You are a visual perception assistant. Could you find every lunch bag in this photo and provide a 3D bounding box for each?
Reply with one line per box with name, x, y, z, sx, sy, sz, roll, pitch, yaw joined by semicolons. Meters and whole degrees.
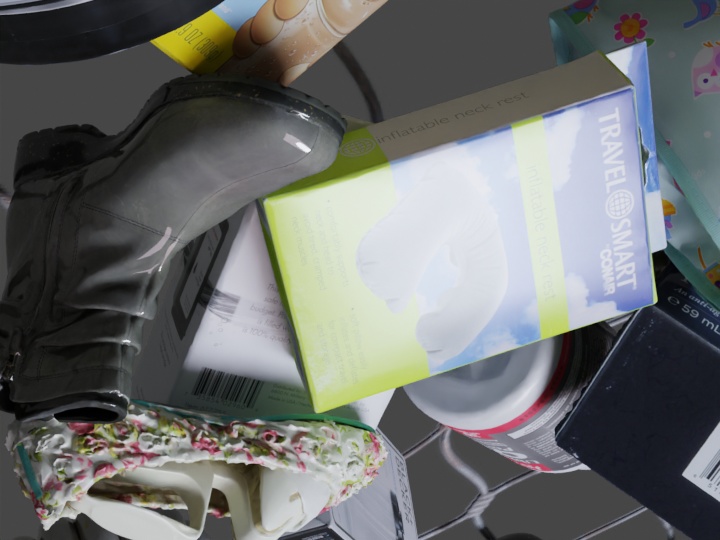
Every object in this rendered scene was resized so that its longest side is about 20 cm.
lunch bag;0.219;-0.078;0.796;0.169;0.201;0.122;-30;147;-5

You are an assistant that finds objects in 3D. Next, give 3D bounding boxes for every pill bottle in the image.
pill bottle;0.112;0.067;0.980;0.110;0.111;0.200;-40;146;12

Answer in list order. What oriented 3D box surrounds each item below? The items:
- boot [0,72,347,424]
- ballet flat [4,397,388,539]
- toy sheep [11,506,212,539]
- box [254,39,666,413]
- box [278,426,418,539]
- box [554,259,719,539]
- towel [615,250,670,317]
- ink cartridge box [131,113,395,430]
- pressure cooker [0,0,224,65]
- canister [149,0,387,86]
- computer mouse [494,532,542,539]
boot;-0.088;0.001;0.629;0.199;0.132;0.067;-11;152;43
ballet flat;-0.072;0.101;0.722;0.198;0.064;0.076;9;141;-30
toy sheep;-0.147;0.203;0.921;0.198;0.139;0.139;-7;141;-20
box;0.056;-0.020;0.713;0.198;0.048;0.123;-18;122;-8
box;-0.019;0.142;0.956;0.059;0.118;0.200;-16;149;12
box;0.251;0.067;0.892;0.198;0.199;0.124;-43;164;-52
towel;0.203;-0.054;0.971;0.132;0.035;0.201;-28;146;-10
ink cartridge box;-0.027;0.005;0.770;0.115;0.068;0.201;14;115;-25
pressure cooker;-0.095;-0.162;0.444;0.179;0.175;0.201;-49;153;-19
canister;-0.011;-0.167;0.591;0.199;0.087;0.148;-39;147;12
computer mouse;0.115;0.271;1.318;0.137;0.053;0.201;-21;157;-15
